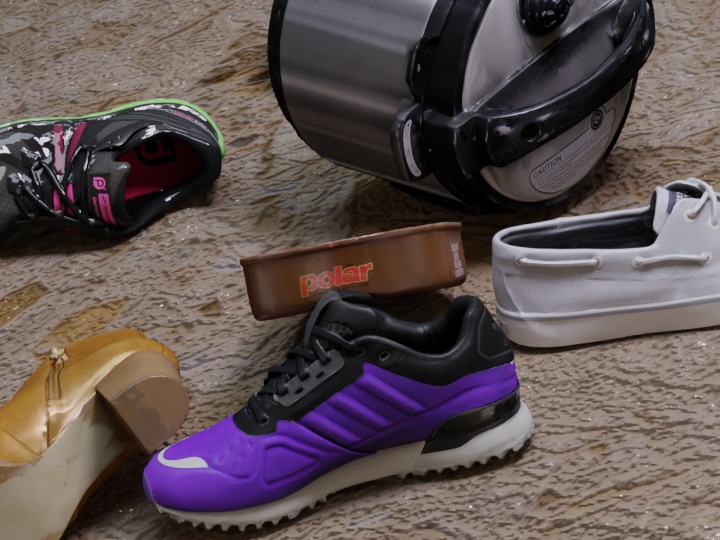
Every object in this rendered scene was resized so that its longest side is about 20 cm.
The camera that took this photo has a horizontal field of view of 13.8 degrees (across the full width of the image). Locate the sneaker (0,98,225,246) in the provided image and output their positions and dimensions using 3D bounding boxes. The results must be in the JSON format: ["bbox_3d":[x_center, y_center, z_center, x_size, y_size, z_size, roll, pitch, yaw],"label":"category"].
[{"bbox_3d":[-0.177,-0.057,1.831,0.200,0.077,0.084,-20,23,-13],"label":"sneaker"}]

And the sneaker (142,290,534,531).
[{"bbox_3d":[-0.018,0.060,1.490,0.200,0.100,0.070,-15,24,-6],"label":"sneaker"}]

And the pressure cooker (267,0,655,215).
[{"bbox_3d":[0.065,-0.125,1.731,0.200,0.176,0.179,17,-2,42],"label":"pressure cooker"}]

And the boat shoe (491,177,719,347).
[{"bbox_3d":[0.168,-0.013,1.590,0.200,0.069,0.072,-8,26,9],"label":"boat shoe"}]

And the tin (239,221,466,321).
[{"bbox_3d":[0.000,0.000,1.594,0.112,0.042,0.200,-14,-1,7],"label":"tin"}]

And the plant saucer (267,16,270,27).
[{"bbox_3d":[0.039,-0.169,2.001,0.201,0.039,0.201,-11,26,5],"label":"plant saucer"}]

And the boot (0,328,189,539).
[{"bbox_3d":[-0.180,0.100,1.543,0.201,0.071,0.144,-32,13,-10],"label":"boot"}]
